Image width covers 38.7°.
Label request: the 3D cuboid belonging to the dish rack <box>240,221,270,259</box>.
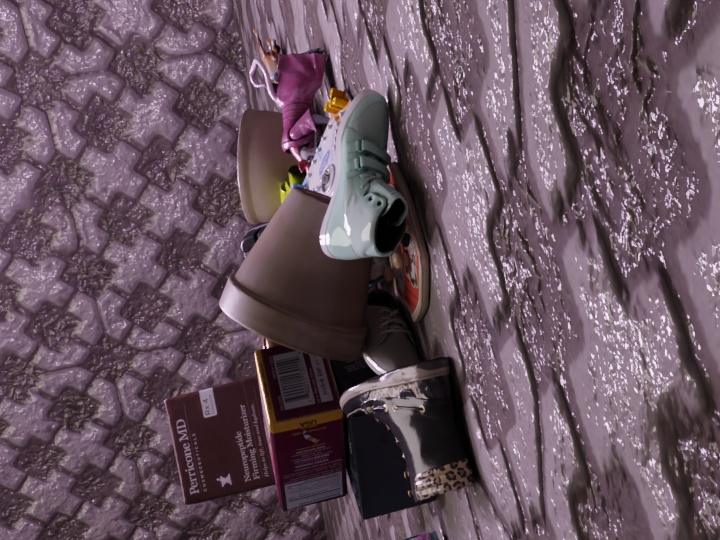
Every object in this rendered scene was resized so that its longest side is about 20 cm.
[{"bbox_3d":[-0.096,0.017,1.595,0.204,0.151,0.055,71,-159,-7],"label":"dish rack"}]

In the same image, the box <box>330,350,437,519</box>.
[{"bbox_3d":[0.023,0.200,1.448,0.201,0.115,0.200,-117,17,-56],"label":"box"}]

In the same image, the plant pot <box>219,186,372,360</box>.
[{"bbox_3d":[-0.061,-0.004,1.317,0.200,0.197,0.176,-131,62,-73],"label":"plant pot"}]

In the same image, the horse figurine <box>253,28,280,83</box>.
[{"bbox_3d":[-0.173,-0.411,2.134,0.133,0.049,0.203,66,-177,-69],"label":"horse figurine"}]

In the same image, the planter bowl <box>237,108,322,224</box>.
[{"bbox_3d":[-0.132,-0.185,1.812,0.200,0.132,0.205,-1,-90,-83],"label":"planter bowl"}]

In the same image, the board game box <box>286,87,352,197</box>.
[{"bbox_3d":[-0.046,-0.129,1.450,0.202,0.025,0.201,-64,26,27],"label":"board game box"}]

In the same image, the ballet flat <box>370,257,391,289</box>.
[{"bbox_3d":[0.000,0.000,1.474,0.200,0.070,0.073,140,118,-72],"label":"ballet flat"}]

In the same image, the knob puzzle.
[{"bbox_3d":[0.046,-0.032,1.261,0.220,0.030,0.224,169,90,-82],"label":"knob puzzle"}]

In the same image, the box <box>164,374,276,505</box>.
[{"bbox_3d":[-0.177,0.259,1.616,0.164,0.196,0.169,32,-136,-79],"label":"box"}]

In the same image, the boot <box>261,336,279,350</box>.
[{"bbox_3d":[-0.083,0.046,1.460,0.075,0.073,0.202,-44,19,52],"label":"boot"}]

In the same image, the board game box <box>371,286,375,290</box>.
[{"bbox_3d":[-0.017,-0.032,1.630,0.152,0.045,0.204,-119,19,-64],"label":"board game box"}]

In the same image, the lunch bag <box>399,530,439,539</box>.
[{"bbox_3d":[0.057,0.472,1.396,0.122,0.167,0.204,103,151,-74],"label":"lunch bag"}]

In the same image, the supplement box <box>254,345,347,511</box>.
[{"bbox_3d":[-0.080,0.213,1.408,0.202,0.101,0.132,89,167,-45],"label":"supplement box"}]

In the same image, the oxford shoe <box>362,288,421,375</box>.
[{"bbox_3d":[0.038,0.086,1.362,0.201,0.074,0.059,-116,37,-59],"label":"oxford shoe"}]

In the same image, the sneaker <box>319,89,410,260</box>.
[{"bbox_3d":[0.025,-0.109,1.182,0.117,0.073,0.205,7,84,50],"label":"sneaker"}]

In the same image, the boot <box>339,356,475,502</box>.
[{"bbox_3d":[0.055,0.196,1.218,0.199,0.072,0.153,-29,75,49],"label":"boot"}]

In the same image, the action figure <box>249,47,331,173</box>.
[{"bbox_3d":[-0.099,-0.247,1.599,0.134,0.146,0.204,118,153,-68],"label":"action figure"}]

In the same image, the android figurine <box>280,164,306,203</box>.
[{"bbox_3d":[-0.086,-0.068,1.691,0.183,0.040,0.203,-124,24,-44],"label":"android figurine"}]
